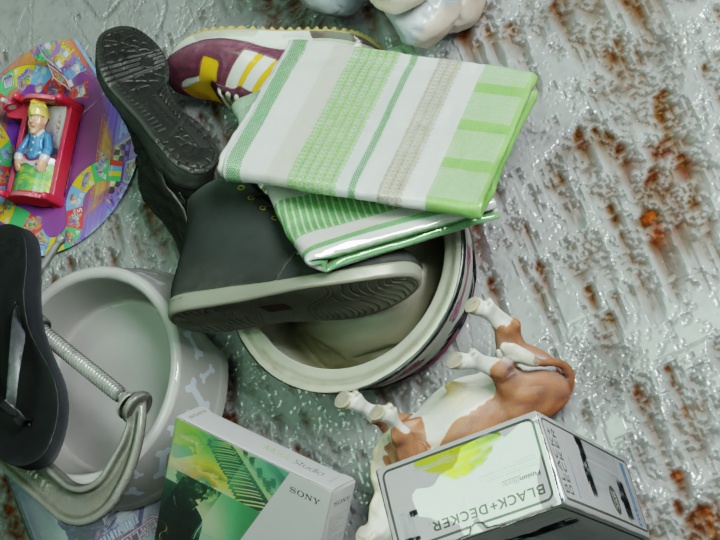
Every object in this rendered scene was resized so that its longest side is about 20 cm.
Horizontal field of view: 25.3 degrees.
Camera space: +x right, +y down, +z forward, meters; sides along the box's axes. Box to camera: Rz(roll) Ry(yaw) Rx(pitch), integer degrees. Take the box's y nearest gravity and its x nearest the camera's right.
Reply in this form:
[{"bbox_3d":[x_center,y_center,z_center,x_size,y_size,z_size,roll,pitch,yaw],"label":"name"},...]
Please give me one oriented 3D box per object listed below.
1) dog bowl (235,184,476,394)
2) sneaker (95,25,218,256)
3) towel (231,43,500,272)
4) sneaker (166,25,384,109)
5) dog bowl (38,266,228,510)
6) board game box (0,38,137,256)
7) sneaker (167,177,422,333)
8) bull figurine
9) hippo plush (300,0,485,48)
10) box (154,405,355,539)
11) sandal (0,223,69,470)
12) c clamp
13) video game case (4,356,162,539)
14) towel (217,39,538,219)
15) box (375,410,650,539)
[{"bbox_3d":[0.000,0.000,1.216,0.198,0.074,0.203,-7,74,25],"label":"dog bowl"},{"bbox_3d":[-0.164,-0.097,1.311,0.060,0.105,0.201,-22,62,-25],"label":"sneaker"},{"bbox_3d":[0.001,-0.085,1.163,0.151,0.024,0.201,-18,45,-7],"label":"towel"},{"bbox_3d":[-0.078,-0.143,1.292,0.198,0.075,0.091,-1,71,27],"label":"sneaker"},{"bbox_3d":[-0.204,0.088,1.282,0.198,0.059,0.202,-8,72,24],"label":"dog bowl"},{"bbox_3d":[-0.287,-0.113,1.406,0.158,0.039,0.201,-40,62,11],"label":"board game box"},{"bbox_3d":[-0.050,-0.022,1.163,0.198,0.075,0.107,-7,68,22],"label":"sneaker"},{"bbox_3d":[0.058,0.113,1.143,0.199,0.122,0.065,-39,35,4],"label":"bull figurine"},{"bbox_3d":[-0.009,-0.249,1.233,0.159,0.200,0.161,-9,50,32],"label":"hippo plush"},{"bbox_3d":[-0.089,0.219,1.178,0.143,0.036,0.202,21,108,28],"label":"box"},{"bbox_3d":[-0.276,0.060,1.242,0.076,0.043,0.202,-25,67,24],"label":"sandal"},{"bbox_3d":[-0.230,0.092,1.245,0.200,0.027,0.171,39,95,30],"label":"c clamp"},{"bbox_3d":[-0.208,0.192,1.298,0.142,0.019,0.201,-35,63,14],"label":"video game case"},{"bbox_3d":[0.014,-0.099,1.145,0.198,0.031,0.150,11,51,20],"label":"towel"},{"bbox_3d":[0.105,0.154,1.049,0.116,0.200,0.061,-23,67,20],"label":"box"}]
